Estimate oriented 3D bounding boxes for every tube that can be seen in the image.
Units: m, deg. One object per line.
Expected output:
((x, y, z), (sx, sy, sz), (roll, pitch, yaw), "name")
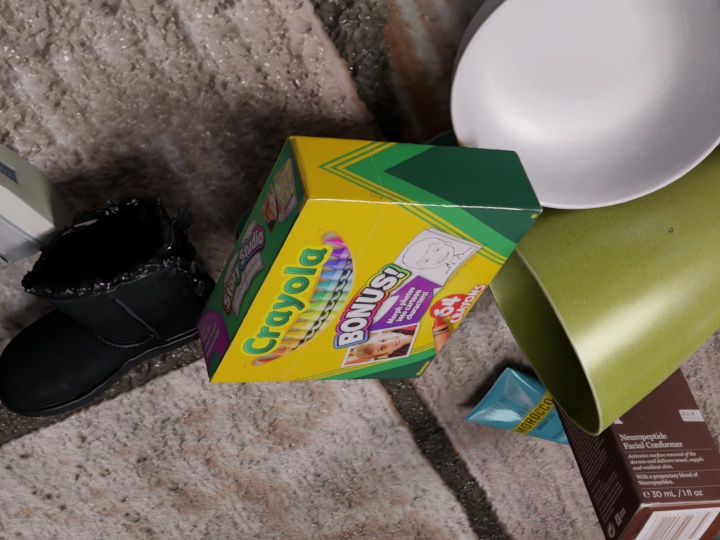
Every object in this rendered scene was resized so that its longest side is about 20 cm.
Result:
((0.197, 0.139, 1.220), (0.198, 0.051, 0.078), (18, 123, -27), "tube")

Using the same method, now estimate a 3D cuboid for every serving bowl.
((0.154, -0.137, 0.852), (0.197, 0.066, 0.202), (-2, 134, -2), "serving bowl")

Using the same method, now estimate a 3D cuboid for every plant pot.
((0.213, -0.008, 0.967), (0.198, 0.188, 0.188), (-29, 141, -6), "plant pot")

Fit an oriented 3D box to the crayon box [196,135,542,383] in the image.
((0.000, 0.000, 0.866), (0.170, 0.059, 0.201), (0, 142, -28), "crayon box")

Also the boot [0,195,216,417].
((-0.192, 0.028, 0.899), (0.196, 0.074, 0.163), (-24, 160, -1), "boot")

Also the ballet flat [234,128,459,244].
((0.008, -0.043, 0.932), (0.198, 0.070, 0.070), (-22, 140, 5), "ballet flat")

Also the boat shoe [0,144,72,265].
((-0.268, -0.059, 0.806), (0.071, 0.071, 0.201), (-33, 141, 11), "boat shoe")

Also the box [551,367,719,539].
((0.236, 0.135, 1.101), (0.099, 0.201, 0.075), (0, 136, -19), "box")

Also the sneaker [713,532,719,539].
((0.376, 0.294, 1.435), (0.089, 0.068, 0.200), (-34, 141, 13), "sneaker")
